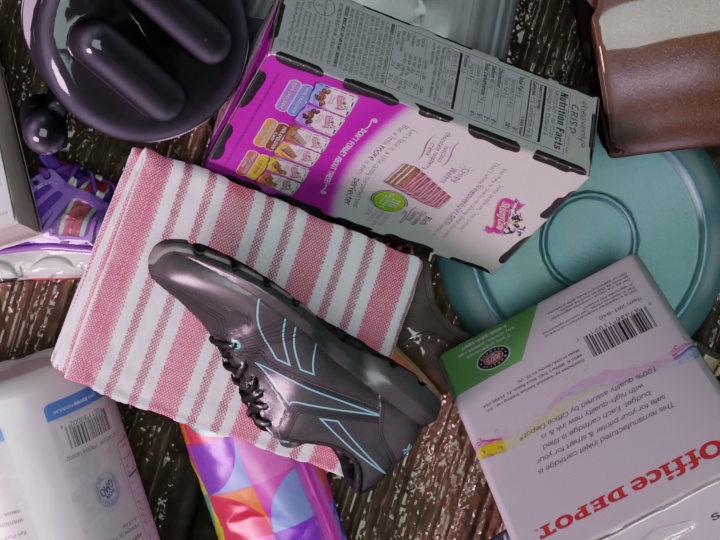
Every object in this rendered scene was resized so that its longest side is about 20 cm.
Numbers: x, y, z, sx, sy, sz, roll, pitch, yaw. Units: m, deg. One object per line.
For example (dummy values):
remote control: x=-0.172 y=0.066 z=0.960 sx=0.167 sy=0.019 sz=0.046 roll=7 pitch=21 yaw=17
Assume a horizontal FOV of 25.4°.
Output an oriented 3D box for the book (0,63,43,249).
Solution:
book: x=-0.288 y=-0.100 z=0.994 sx=0.133 sy=0.048 sz=0.202 roll=-17 pitch=79 yaw=7

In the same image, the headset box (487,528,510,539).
headset box: x=0.177 y=0.220 z=1.015 sx=0.199 sy=0.093 sz=0.175 roll=-31 pitch=127 yaw=2

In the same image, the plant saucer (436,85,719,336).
plant saucer: x=0.149 y=-0.020 z=1.054 sx=0.198 sy=0.027 sz=0.202 roll=0 pitch=96 yaw=-2

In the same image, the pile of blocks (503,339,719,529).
pile of blocks: x=0.184 y=0.131 z=1.049 sx=0.200 sy=0.062 sz=0.082 roll=-38 pitch=102 yaw=6

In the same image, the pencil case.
pencil case: x=-0.063 y=0.133 z=1.035 sx=0.088 sy=0.088 sz=0.202 roll=-19 pitch=100 yaw=1

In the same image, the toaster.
toaster: x=0.027 y=-0.182 z=0.989 sx=0.198 sy=0.114 sz=0.130 roll=13 pitch=94 yaw=-2

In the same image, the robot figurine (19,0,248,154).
robot figurine: x=-0.137 y=-0.146 z=0.943 sx=0.149 sy=0.200 sz=0.126 roll=-14 pitch=108 yaw=-13

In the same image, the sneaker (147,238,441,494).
sneaker: x=-0.046 y=0.055 z=0.929 sx=0.199 sy=0.075 sz=0.080 roll=35 pitch=88 yaw=-15

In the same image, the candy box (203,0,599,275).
candy box: x=0.022 y=-0.080 z=0.945 sx=0.199 sy=0.136 sz=0.061 roll=20 pitch=59 yaw=-13

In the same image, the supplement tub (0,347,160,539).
supplement tub: x=-0.199 y=0.159 z=1.012 sx=0.131 sy=0.132 sz=0.202 roll=-16 pitch=97 yaw=0

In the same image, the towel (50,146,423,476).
towel: x=-0.072 y=0.027 z=0.973 sx=0.199 sy=0.030 sz=0.147 roll=21 pitch=90 yaw=-15

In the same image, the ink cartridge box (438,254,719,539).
ink cartridge box: x=0.147 y=0.103 z=0.951 sx=0.144 sy=0.201 sz=0.084 roll=-28 pitch=126 yaw=5

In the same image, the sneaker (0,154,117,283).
sneaker: x=-0.174 y=-0.036 z=1.019 sx=0.198 sy=0.081 sz=0.084 roll=-2 pitch=91 yaw=-1

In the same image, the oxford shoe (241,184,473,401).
oxford shoe: x=0.000 y=0.000 z=1.037 sx=0.073 sy=0.071 sz=0.200 roll=-42 pitch=104 yaw=-6

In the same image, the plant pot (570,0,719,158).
plant pot: x=0.231 y=-0.161 z=0.963 sx=0.196 sy=0.200 sz=0.202 roll=-10 pitch=97 yaw=6
